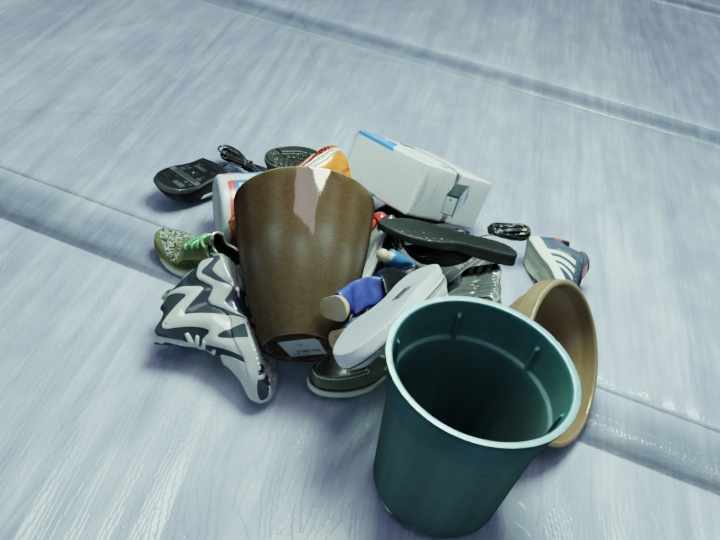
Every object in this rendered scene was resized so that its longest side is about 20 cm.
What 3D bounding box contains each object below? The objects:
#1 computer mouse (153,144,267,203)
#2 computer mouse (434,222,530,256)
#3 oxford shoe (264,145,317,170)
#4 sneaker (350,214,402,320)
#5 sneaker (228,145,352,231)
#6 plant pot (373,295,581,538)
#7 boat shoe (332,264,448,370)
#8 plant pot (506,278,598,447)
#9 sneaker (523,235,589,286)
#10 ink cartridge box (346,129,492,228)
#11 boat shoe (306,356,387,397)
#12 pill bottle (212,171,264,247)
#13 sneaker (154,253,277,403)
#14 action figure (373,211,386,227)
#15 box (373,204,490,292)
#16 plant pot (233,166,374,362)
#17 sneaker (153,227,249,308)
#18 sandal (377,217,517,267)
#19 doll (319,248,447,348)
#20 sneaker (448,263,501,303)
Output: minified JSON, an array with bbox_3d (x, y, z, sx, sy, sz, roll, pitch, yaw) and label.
[{"bbox_3d":[-0.232,-0.136,1.304,0.140,0.046,0.200,30,37,18],"label":"computer mouse"},{"bbox_3d":[0.176,-0.057,1.211,0.199,0.034,0.059,-10,40,-25],"label":"computer mouse"},{"bbox_3d":[-0.068,-0.146,1.308,0.198,0.085,0.073,15,43,-19],"label":"oxford shoe"},{"bbox_3d":[0.000,0.000,1.111,0.079,0.074,0.201,13,59,28],"label":"sneaker"},{"bbox_3d":[-0.095,-0.103,1.128,0.199,0.078,0.073,-32,15,-15],"label":"sneaker"},{"bbox_3d":[0.102,0.166,0.846,0.198,0.197,0.201,9,39,-8],"label":"plant pot"},{"bbox_3d":[0.045,0.067,0.900,0.071,0.070,0.200,-16,16,39],"label":"boat shoe"},{"bbox_3d":[0.211,0.111,0.985,0.092,0.202,0.201,-1,26,39],"label":"plant pot"},{"bbox_3d":[0.313,0.011,1.199,0.084,0.075,0.201,-2,38,-7],"label":"sneaker"},{"bbox_3d":[0.090,-0.140,1.247,0.146,0.086,0.199,33,18,34],"label":"ink cartridge box"},{"bbox_3d":[0.023,0.106,1.025,0.200,0.061,0.072,-14,43,-28],"label":"boat shoe"},{"bbox_3d":[-0.120,-0.095,1.213,0.198,0.113,0.113,-4,39,-17],"label":"pill bottle"},{"bbox_3d":[-0.191,0.091,0.997,0.129,0.079,0.200,-27,77,7],"label":"sneaker"},{"bbox_3d":[-0.056,-0.049,1.160,0.198,0.066,0.052,-16,28,-2],"label":"action figure"},{"bbox_3d":[0.084,-0.026,1.219,0.199,0.049,0.158,30,41,25],"label":"box"},{"bbox_3d":[-0.072,0.005,1.003,0.185,0.187,0.202,3,63,-8],"label":"plant pot"},{"bbox_3d":[-0.210,-0.028,1.125,0.199,0.089,0.077,26,41,22],"label":"sneaker"},{"bbox_3d":[0.116,-0.027,1.083,0.199,0.048,0.075,13,18,-11],"label":"sandal"},{"bbox_3d":[0.038,0.042,0.978,0.048,0.138,0.199,-8,10,43],"label":"doll"},{"bbox_3d":[0.159,0.071,1.048,0.074,0.116,0.200,-6,15,24],"label":"sneaker"}]
